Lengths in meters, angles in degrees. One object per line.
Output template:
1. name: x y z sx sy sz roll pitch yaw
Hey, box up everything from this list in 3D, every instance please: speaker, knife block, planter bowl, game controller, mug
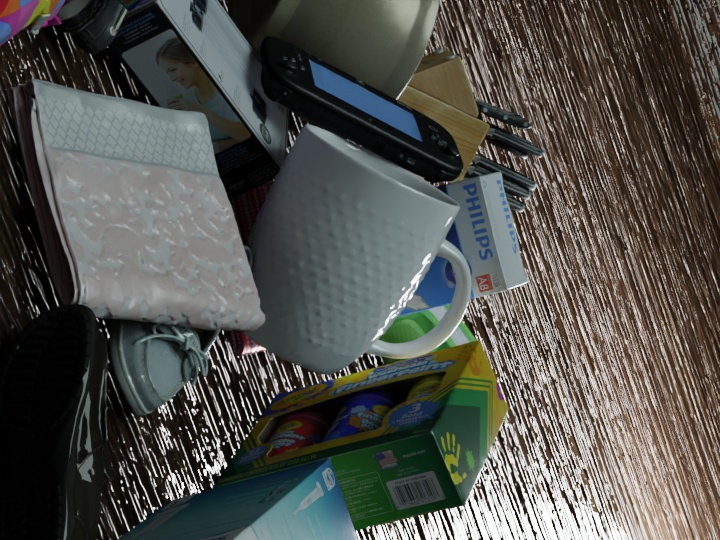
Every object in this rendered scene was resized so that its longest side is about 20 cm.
1. speaker: 0.056 0.065 1.954 0.200 0.088 0.088 53 30 -39
2. knife block: 0.073 -0.120 1.981 0.064 0.200 0.176 -132 -158 -73
3. planter bowl: -0.038 -0.237 1.847 0.135 0.200 0.200 22 50 -28
4. game controller: 0.000 -0.141 1.742 0.200 0.042 0.104 27 30 -19
5. mug: 0.000 0.000 1.672 0.200 0.175 0.148 25 8 -21

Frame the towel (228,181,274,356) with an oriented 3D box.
1. towel: -0.081 -0.005 1.775 0.200 0.022 0.145 -14 90 -65

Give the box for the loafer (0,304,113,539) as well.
1. loafer: -0.205 0.120 1.360 0.071 0.073 0.200 47 42 -56

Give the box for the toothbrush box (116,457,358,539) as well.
1. toothbrush box: -0.105 0.215 1.413 0.200 0.146 0.085 -30 102 -67

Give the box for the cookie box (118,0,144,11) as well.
1. cookie box: -0.192 -0.327 1.521 0.200 0.075 0.171 43 48 -16

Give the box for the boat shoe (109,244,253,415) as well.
1. boat shoe: -0.139 0.039 1.558 0.074 0.065 0.202 64 25 -20

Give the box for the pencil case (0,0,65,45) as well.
1. pencil case: -0.271 -0.186 1.393 0.088 0.088 0.200 68 25 -13

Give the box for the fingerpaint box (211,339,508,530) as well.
1. fingerpaint box: 0.002 0.143 1.634 0.073 0.200 0.167 67 25 -16

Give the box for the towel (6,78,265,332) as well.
1. towel: -0.166 -0.047 1.515 0.200 0.032 0.191 8 59 -50

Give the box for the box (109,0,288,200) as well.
1. box: -0.137 -0.171 1.682 0.200 0.060 0.117 54 22 -34

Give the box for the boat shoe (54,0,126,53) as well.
1. boat shoe: -0.203 -0.259 1.605 0.060 0.074 0.200 52 34 -41

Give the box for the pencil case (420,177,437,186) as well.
1. pencil case: 0.015 -0.069 1.923 0.200 0.085 0.084 -7 99 -75

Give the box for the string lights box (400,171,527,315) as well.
1. string lights box: 0.037 -0.014 1.763 0.059 0.200 0.103 -15 91 -65
